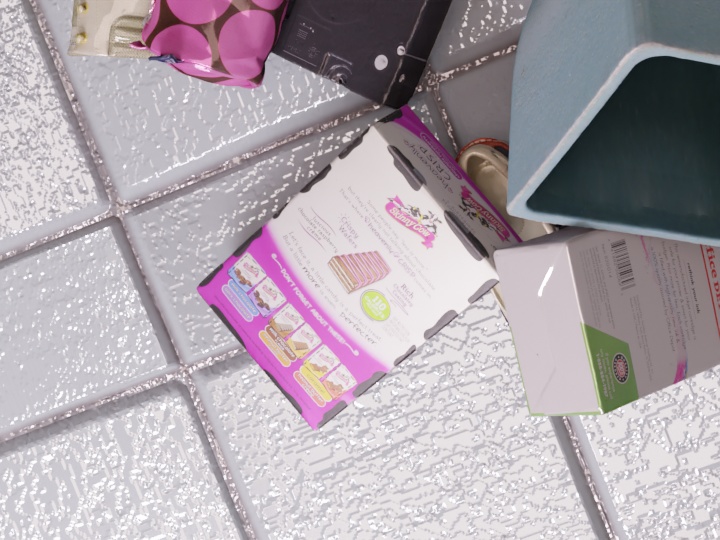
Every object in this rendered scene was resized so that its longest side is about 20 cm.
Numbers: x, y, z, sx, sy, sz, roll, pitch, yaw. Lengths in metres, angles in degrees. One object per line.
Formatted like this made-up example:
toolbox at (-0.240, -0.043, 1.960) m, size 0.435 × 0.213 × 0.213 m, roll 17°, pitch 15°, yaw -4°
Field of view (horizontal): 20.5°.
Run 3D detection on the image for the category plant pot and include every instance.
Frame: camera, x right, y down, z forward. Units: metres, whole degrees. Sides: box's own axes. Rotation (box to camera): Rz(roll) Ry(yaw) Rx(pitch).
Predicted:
plant pot at (0.208, -0.154, 1.250) m, size 0.196 × 0.196 × 0.200 m, roll 7°, pitch 60°, yaw -18°

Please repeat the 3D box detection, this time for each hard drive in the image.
hard drive at (0.010, -0.227, 1.372) m, size 0.140 × 0.038 × 0.200 m, roll 28°, pitch 102°, yaw 30°

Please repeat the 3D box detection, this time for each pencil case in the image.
pencil case at (-0.085, -0.227, 1.357) m, size 0.094 × 0.091 × 0.200 m, roll 20°, pitch 94°, yaw 17°

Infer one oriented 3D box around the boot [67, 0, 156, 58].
boot at (-0.198, -0.229, 1.412) m, size 0.200 × 0.072 × 0.155 m, roll 11°, pitch 98°, yaw 1°

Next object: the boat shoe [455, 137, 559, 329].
boat shoe at (0.122, 0.000, 1.391) m, size 0.071 × 0.063 × 0.200 m, roll -25°, pitch 93°, yaw 10°

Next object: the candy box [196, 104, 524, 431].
candy box at (0.000, 0.000, 1.382) m, size 0.200 × 0.061 × 0.136 m, roll -40°, pitch 89°, yaw 33°

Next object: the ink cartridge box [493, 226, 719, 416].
ink cartridge box at (0.188, 0.018, 1.347) m, size 0.067 × 0.200 × 0.117 m, roll -8°, pitch 96°, yaw 47°
